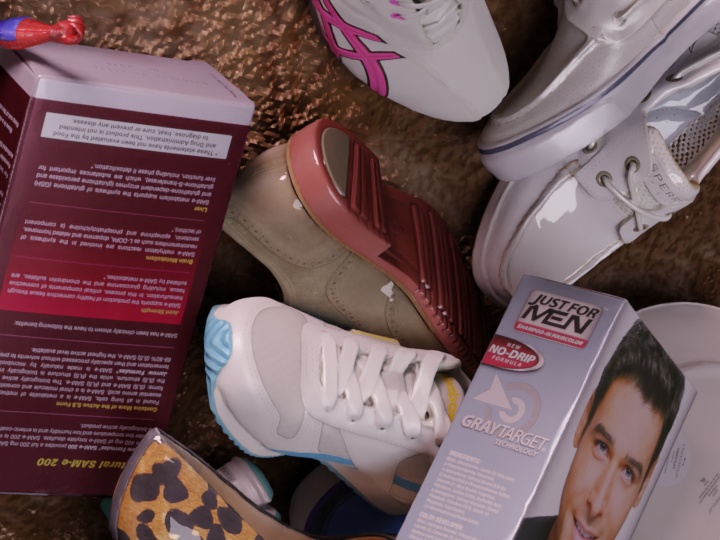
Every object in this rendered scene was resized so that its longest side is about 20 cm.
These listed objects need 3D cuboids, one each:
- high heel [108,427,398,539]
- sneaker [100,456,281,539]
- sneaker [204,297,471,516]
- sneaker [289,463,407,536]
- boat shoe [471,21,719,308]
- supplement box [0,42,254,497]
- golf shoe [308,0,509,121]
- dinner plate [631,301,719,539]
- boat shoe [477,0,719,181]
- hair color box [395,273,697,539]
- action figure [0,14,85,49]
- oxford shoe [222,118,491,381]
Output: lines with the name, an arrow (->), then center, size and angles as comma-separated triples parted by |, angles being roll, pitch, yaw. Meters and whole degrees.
high heel -> -0.019, 0.118, 1.141 | 0.200, 0.071, 0.143 | -17, 118, -23
sneaker -> -0.103, 0.186, 1.207 | 0.091, 0.078, 0.200 | 2, 104, -26
sneaker -> 0.001, 0.058, 1.152 | 0.081, 0.077, 0.200 | -16, 153, 32
sneaker -> 0.059, 0.184, 1.244 | 0.081, 0.146, 0.200 | -45, 129, -2
boat shoe -> 0.137, -0.055, 1.210 | 0.200, 0.069, 0.071 | -49, 128, -1
supplement box -> -0.129, 0.002, 1.098 | 0.109, 0.061, 0.200 | 6, 110, -31
golf shoe -> 0.013, -0.128, 1.093 | 0.073, 0.092, 0.200 | -45, 129, -3
dinner plate -> 0.178, 0.114, 1.246 | 0.200, 0.024, 0.201 | 6, 77, -28
boat shoe -> 0.124, -0.128, 1.174 | 0.200, 0.071, 0.070 | -41, 112, -5
hair color box -> 0.078, 0.115, 1.140 | 0.099, 0.061, 0.200 | 46, 64, -50
action figure -> -0.128, -0.137, 1.009 | 0.200, 0.099, 0.065 | -42, 126, -1
oxford shoe -> 0.000, 0.000, 1.182 | 0.075, 0.071, 0.200 | -22, 136, 21
